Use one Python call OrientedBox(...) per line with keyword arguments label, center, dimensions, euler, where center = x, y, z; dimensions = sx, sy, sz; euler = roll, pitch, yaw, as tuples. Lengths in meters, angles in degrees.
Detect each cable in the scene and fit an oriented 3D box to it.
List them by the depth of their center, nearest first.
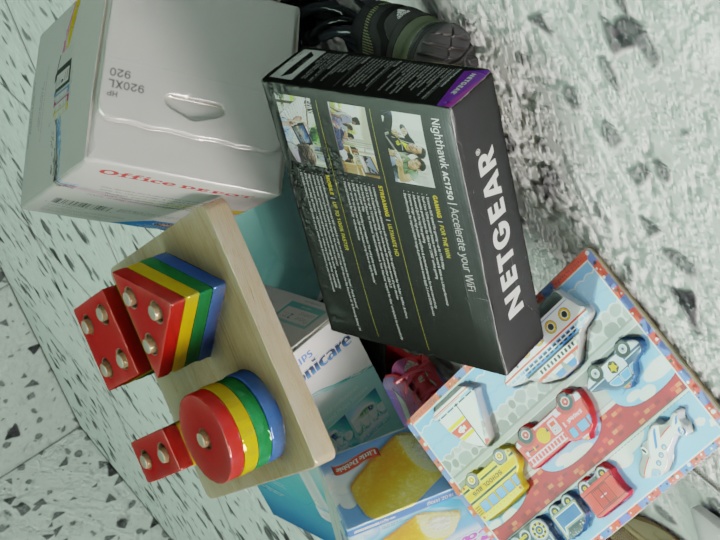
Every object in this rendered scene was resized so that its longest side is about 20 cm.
OrientedBox(label="cable", center=(-0.018, -0.134, 1.235), dimensions=(0.200, 0.051, 0.163), euler=(41, 157, 44))

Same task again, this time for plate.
OrientedBox(label="plate", center=(-0.065, -0.060, 1.323), dimensions=(0.200, 0.026, 0.200), euler=(47, 146, 46))

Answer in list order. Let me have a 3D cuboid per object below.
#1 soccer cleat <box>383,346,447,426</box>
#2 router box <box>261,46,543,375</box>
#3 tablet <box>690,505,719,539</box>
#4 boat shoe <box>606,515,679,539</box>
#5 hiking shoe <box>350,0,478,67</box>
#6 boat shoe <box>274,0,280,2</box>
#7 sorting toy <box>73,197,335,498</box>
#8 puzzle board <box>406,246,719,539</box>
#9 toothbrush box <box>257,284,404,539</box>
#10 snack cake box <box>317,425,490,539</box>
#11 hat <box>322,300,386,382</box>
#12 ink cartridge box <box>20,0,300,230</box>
OrientedBox(label="soccer cleat", center=(0.060, 0.113, 1.443), dimensions=(0.200, 0.067, 0.077), euler=(27, 141, 63))
OrientedBox(label="router box", center=(0.029, -0.038, 1.064), dimensions=(0.149, 0.051, 0.200), euler=(14, 132, 37))
OrientedBox(label="tablet", center=(0.289, 0.261, 1.160), dimensions=(0.130, 0.014, 0.200), euler=(36, 154, 49))
OrientedBox(label="boat shoe", center=(0.178, 0.217, 1.283), dimensions=(0.200, 0.072, 0.072), euler=(27, 146, 58))
OrientedBox(label="hiking shoe", center=(0.028, -0.103, 1.125), dimensions=(0.101, 0.076, 0.200), euler=(40, 147, 32))
OrientedBox(label="boat shoe", center=(-0.112, -0.196, 1.367), dimensions=(0.067, 0.057, 0.200), euler=(57, 163, 0))
OrientedBox(label="sorting toy", center=(-0.127, 0.073, 1.231), dimensions=(0.199, 0.070, 0.200), euler=(-27, 86, 59))
OrientedBox(label="puzzle board", center=(0.131, 0.104, 1.102), dimensions=(0.151, 0.017, 0.200), euler=(52, 123, 14))
OrientedBox(label="toothbrush box", center=(-0.043, 0.117, 1.326), dimensions=(0.146, 0.085, 0.200), euler=(15, 139, 53))
OrientedBox(label="snack cake box", center=(0.077, 0.160, 1.231), dimensions=(0.115, 0.200, 0.067), euler=(79, 168, -50))
OrientedBox(label="hat", center=(0.000, 0.000, 1.353), dimensions=(0.201, 0.081, 0.201), euler=(46, 146, 45))
OrientedBox(label="ink cartridge box", center=(-0.151, -0.119, 1.232), dimensions=(0.200, 0.147, 0.145), euler=(164, 113, -64))
